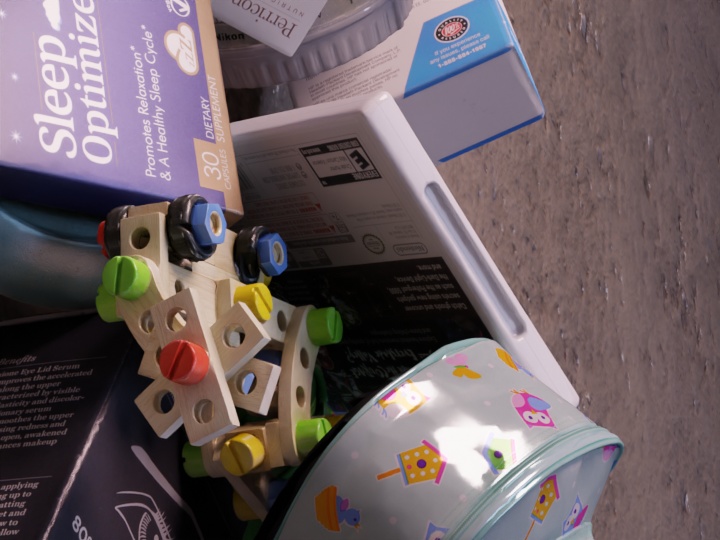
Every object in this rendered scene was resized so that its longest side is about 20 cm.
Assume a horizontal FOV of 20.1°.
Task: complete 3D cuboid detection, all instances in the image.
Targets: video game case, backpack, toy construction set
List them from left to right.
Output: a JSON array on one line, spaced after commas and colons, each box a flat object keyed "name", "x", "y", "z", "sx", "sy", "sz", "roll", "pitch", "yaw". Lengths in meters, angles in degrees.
[{"name": "toy construction set", "x": -0.064, "y": 0.040, "z": 0.912, "sx": 0.200, "sy": 0.092, "sz": 0.132, "roll": 52, "pitch": 35, "yaw": -73}, {"name": "video game case", "x": 0.000, "y": 0.000, "z": 1.018, "sx": 0.023, "sy": 0.200, "sz": 0.182, "roll": -42, "pitch": 109, "yaw": -28}, {"name": "backpack", "x": 0.034, "y": 0.137, "z": 0.919, "sx": 0.176, "sy": 0.153, "sz": 0.201, "roll": -21, "pitch": 138, "yaw": -49}]

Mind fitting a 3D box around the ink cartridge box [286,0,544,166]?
[{"name": "ink cartridge box", "x": 0.019, "y": -0.167, "z": 1.333, "sx": 0.084, "sy": 0.146, "sz": 0.201, "roll": 54, "pitch": 16, "yaw": -52}]

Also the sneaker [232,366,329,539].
[{"name": "sneaker", "x": -0.047, "y": 0.091, "z": 1.039, "sx": 0.074, "sy": 0.084, "sz": 0.200, "roll": -41, "pitch": 101, "yaw": -24}]

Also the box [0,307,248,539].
[{"name": "box", "x": -0.142, "y": 0.136, "z": 0.931, "sx": 0.200, "sy": 0.104, "sz": 0.148, "roll": -72, "pitch": 148, "yaw": -50}]

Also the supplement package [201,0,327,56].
[{"name": "supplement package", "x": -0.041, "y": -0.233, "z": 1.029, "sx": 0.117, "sy": 0.200, "sz": 0.117, "roll": 24, "pitch": 18, "yaw": -27}]

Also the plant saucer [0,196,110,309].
[{"name": "plant saucer", "x": -0.149, "y": -0.080, "z": 0.957, "sx": 0.200, "sy": 0.027, "sz": 0.201, "roll": 23, "pitch": 54, "yaw": -35}]

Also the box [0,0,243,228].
[{"name": "box", "x": -0.146, "y": -0.088, "z": 0.920, "sx": 0.199, "sy": 0.032, "sz": 0.122, "roll": 9, "pitch": 61, "yaw": -39}]

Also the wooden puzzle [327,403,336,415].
[{"name": "wooden puzzle", "x": -0.025, "y": 0.039, "z": 1.175, "sx": 0.200, "sy": 0.046, "sz": 0.186, "roll": -14, "pitch": 86, "yaw": -66}]

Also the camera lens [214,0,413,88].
[{"name": "camera lens", "x": -0.063, "y": -0.228, "z": 1.187, "sx": 0.160, "sy": 0.159, "sz": 0.201, "roll": -68, "pitch": 146, "yaw": -54}]
